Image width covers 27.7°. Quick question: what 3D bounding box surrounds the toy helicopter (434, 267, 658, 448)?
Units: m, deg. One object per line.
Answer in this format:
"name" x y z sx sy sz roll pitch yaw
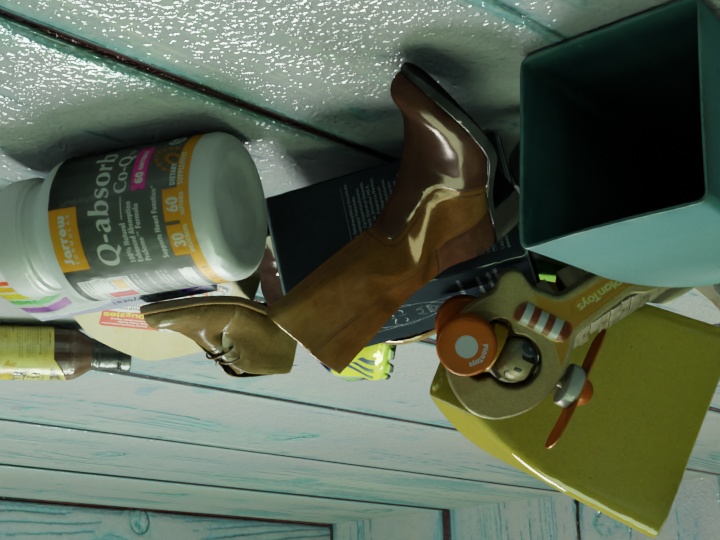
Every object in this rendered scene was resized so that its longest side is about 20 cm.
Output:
"toy helicopter" 0.159 0.046 1.130 0.199 0.133 0.079 -35 -172 8

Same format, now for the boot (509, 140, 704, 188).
"boot" 0.180 -0.062 1.182 0.198 0.070 0.174 -3 166 -22

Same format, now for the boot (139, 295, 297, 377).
"boot" -0.132 0.064 1.430 0.073 0.076 0.199 -4 170 42

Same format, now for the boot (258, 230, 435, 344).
"boot" 0.000 0.000 1.351 0.198 0.073 0.167 -11 141 10

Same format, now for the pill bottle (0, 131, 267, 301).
"pill bottle" -0.182 -0.038 1.149 0.198 0.118 0.116 -8 163 20

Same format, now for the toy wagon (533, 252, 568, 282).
"toy wagon" 0.153 -0.007 1.442 0.154 0.040 0.199 12 160 -42

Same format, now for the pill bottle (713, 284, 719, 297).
"pill bottle" 0.426 -0.013 1.329 0.198 0.110 0.109 1 164 -10

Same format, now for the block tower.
"block tower" 0.176 0.030 1.209 0.199 0.054 0.058 -32 161 -4

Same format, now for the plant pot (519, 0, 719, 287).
"plant pot" 0.224 -0.067 1.010 0.140 0.143 0.199 -15 154 39

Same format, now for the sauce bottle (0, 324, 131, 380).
"sauce bottle" -0.367 0.097 1.705 0.198 0.065 0.065 2 164 -13

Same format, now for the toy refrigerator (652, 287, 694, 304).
"toy refrigerator" 0.285 -0.031 1.327 0.075 0.071 0.200 8 162 -9

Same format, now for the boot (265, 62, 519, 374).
"boot" 0.008 -0.035 1.054 0.199 0.069 0.188 -38 145 0

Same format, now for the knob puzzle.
"knob puzzle" -0.207 0.036 1.523 0.217 0.031 0.220 -3 149 -2

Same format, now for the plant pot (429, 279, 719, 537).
"plant pot" 0.182 0.101 1.341 0.198 0.196 0.195 23 178 -18

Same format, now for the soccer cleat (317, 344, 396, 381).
"soccer cleat" -0.009 0.078 1.507 0.083 0.065 0.200 16 167 -7

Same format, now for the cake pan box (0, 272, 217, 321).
"cake pan box" -0.244 -0.014 1.329 0.198 0.053 0.184 -9 162 11

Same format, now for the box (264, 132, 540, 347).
"box" 0.040 -0.017 1.211 0.198 0.108 0.148 -16 163 7

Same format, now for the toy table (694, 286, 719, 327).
"toy table" 0.402 0.027 1.454 0.183 0.119 0.199 -16 160 39
